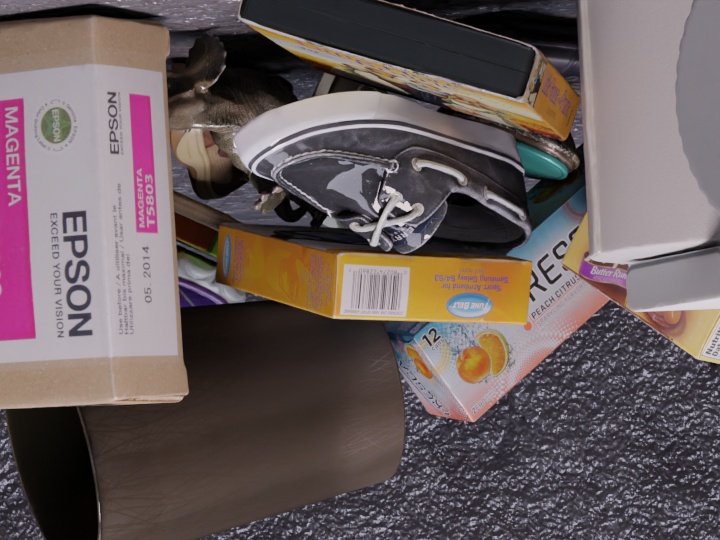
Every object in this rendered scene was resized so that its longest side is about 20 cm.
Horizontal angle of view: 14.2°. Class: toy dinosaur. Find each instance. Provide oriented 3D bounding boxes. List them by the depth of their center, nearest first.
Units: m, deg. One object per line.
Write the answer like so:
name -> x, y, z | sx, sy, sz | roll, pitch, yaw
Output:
toy dinosaur -> -0.054, -0.079, 1.603 | 0.077, 0.102, 0.200 | -43, 162, 10

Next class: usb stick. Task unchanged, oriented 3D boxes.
usb stick -> 0.127, -0.120, 1.627 | 0.055, 0.033, 0.199 | -15, 169, 42

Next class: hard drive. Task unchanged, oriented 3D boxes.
hard drive -> 0.251, 0.002, 1.463 | 0.199, 0.027, 0.132 | -2, 176, -16

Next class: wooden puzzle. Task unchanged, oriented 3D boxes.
wooden puzzle -> -0.142, -0.045, 1.811 | 0.199, 0.037, 0.185 | 29, 179, 5

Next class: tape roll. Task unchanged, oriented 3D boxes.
tape roll -> 0.214, -0.078, 1.491 | 0.201, 0.140, 0.203 | -3, 177, 0

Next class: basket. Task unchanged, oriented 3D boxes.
basket -> -0.086, 0.083, 1.663 | 0.199, 0.137, 0.180 | -10, -152, -22

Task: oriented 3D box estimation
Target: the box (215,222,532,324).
box -> 0.000, 0.000, 1.635 | 0.118, 0.042, 0.200 | 2, -177, -24

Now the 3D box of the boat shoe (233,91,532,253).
boat shoe -> 0.018, -0.044, 1.529 | 0.072, 0.068, 0.199 | -31, 154, 34

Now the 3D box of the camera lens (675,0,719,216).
camera lens -> 0.261, -0.081, 1.299 | 0.199, 0.161, 0.160 | 0, 176, -38

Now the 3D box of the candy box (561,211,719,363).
candy box -> 0.223, 0.014, 1.688 | 0.199, 0.057, 0.117 | 14, -163, -49

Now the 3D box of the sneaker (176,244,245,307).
sneaker -> -0.166, 0.005, 1.775 | 0.199, 0.084, 0.081 | 25, 178, -19

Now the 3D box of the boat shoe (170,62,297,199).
boat shoe -> -0.069, -0.086, 1.749 | 0.071, 0.073, 0.200 | -2, 170, 5

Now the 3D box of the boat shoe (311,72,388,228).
boat shoe -> 0.006, -0.068, 1.719 | 0.060, 0.072, 0.202 | 25, 164, 14

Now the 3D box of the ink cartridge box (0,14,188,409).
ink cartridge box -> -0.182, -0.027, 1.512 | 0.164, 0.201, 0.075 | -5, 177, 28

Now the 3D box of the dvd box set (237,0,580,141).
dvd box set -> 0.029, -0.105, 1.436 | 0.145, 0.030, 0.200 | 17, 180, 10

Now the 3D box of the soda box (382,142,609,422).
soda box -> 0.105, 0.001, 1.720 | 0.200, 0.069, 0.064 | -41, -162, -18

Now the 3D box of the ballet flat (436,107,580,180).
ballet flat -> 0.076, -0.090, 1.773 | 0.068, 0.076, 0.200 | 32, 161, -23
